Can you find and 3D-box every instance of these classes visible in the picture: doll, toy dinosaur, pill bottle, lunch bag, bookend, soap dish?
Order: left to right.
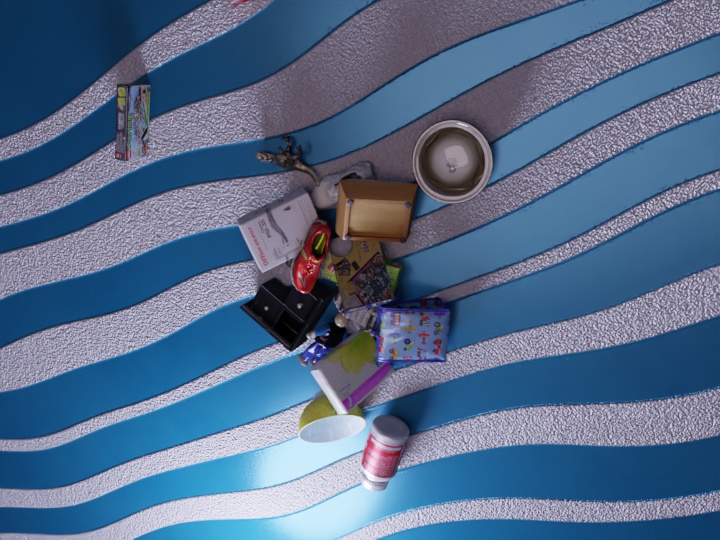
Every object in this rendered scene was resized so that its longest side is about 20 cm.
[{"bbox_3d":[-0.200,0.081,1.832,0.198,0.092,0.201,39,117,10],"label":"bookend"},{"bbox_3d":[-0.184,-0.299,1.745,0.198,0.047,0.089,25,126,17],"label":"toy dinosaur"},{"bbox_3d":[-0.098,0.195,1.855,0.135,0.049,0.200,20,123,-35],"label":"doll"},{"bbox_3d":[0.039,-0.146,1.658,0.197,0.082,0.159,2,130,-6],"label":"soap dish"},{"bbox_3d":[0.063,0.528,1.896,0.111,0.112,0.203,20,111,10],"label":"pill bottle"},{"bbox_3d":[0.125,0.161,1.725,0.197,0.094,0.153,-2,109,-15],"label":"lunch bag"}]

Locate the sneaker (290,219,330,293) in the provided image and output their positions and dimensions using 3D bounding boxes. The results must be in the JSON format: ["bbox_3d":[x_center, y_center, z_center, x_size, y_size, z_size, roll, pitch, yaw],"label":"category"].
[{"bbox_3d":[-0.126,-0.031,1.697,0.076,0.085,0.203,11,106,-21],"label":"sneaker"}]

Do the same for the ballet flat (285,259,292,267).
[{"bbox_3d":[-0.187,-0.104,1.811,0.066,0.046,0.203,12,110,13],"label":"ballet flat"}]

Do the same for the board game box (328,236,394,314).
[{"bbox_3d":[0.000,0.000,1.710,0.133,0.035,0.203,-13,68,-3],"label":"board game box"}]

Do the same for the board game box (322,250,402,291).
[{"bbox_3d":[0.005,0.001,1.783,0.198,0.048,0.103,21,112,11],"label":"board game box"}]

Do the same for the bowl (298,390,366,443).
[{"bbox_3d":[-0.089,0.408,1.897,0.199,0.199,0.109,-30,54,23],"label":"bowl"}]

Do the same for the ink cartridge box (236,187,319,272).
[{"bbox_3d":[-0.206,-0.106,1.741,0.198,0.083,0.148,-27,111,-8],"label":"ink cartridge box"}]

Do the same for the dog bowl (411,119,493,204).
[{"bbox_3d":[0.228,-0.269,1.614,0.197,0.074,0.203,5,108,15],"label":"dog bowl"}]

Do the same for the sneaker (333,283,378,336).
[{"bbox_3d":[0.006,0.105,1.806,0.199,0.081,0.076,40,117,24],"label":"sneaker"}]

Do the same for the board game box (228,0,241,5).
[{"bbox_3d":[-0.252,-0.763,1.627,0.197,0.040,0.155,-9,104,20],"label":"board game box"}]

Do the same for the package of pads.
[{"bbox_3d":[-0.022,0.271,1.803,0.156,0.199,0.068,56,151,-6],"label":"package of pads"}]

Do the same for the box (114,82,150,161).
[{"bbox_3d":[-0.628,-0.410,1.820,0.034,0.110,0.203,14,111,12],"label":"box"}]

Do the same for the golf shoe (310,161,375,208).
[{"bbox_3d":[-0.060,-0.217,1.709,0.198,0.097,0.079,-29,98,24],"label":"golf shoe"}]
